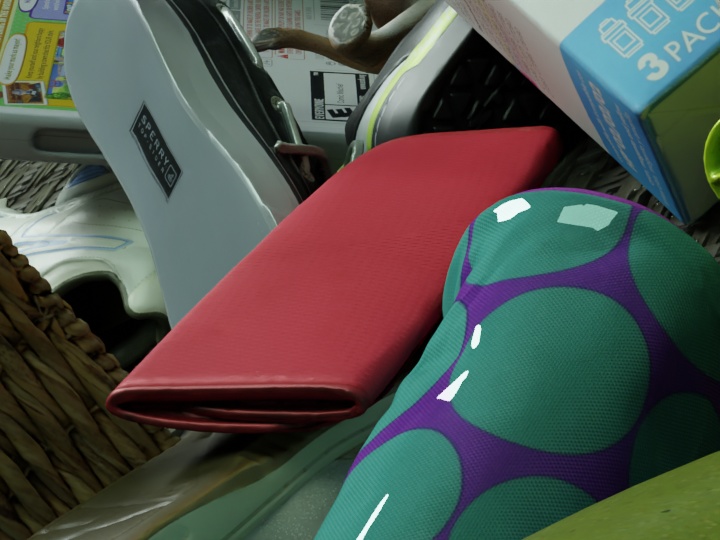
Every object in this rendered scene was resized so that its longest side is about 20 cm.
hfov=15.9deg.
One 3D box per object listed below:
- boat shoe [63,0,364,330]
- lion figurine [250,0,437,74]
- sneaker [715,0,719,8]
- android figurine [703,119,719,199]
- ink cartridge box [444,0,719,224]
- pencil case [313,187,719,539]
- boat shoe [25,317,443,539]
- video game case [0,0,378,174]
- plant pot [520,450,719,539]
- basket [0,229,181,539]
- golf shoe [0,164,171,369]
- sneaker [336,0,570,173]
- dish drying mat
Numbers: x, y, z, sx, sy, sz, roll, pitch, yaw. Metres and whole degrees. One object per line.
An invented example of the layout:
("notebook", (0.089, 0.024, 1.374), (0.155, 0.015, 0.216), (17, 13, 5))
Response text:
("boat shoe", (-0.036, -0.021, 0.879), (0.200, 0.068, 0.074), (57, 132, 36))
("lion figurine", (0.048, -0.135, 0.983), (0.200, 0.122, 0.073), (-43, 65, 4))
("sneaker", (0.104, -0.139, 0.701), (0.080, 0.086, 0.200), (-29, 37, 1))
("android figurine", (0.176, -0.065, 0.653), (0.182, 0.041, 0.200), (-23, 4, 32))
("ink cartridge box", (0.078, -0.123, 0.827), (0.115, 0.068, 0.200), (-40, 53, -4))
("pencil case", (0.024, 0.075, 0.630), (0.092, 0.085, 0.200), (-16, 32, 46))
("boat shoe", (-0.015, 0.070, 0.720), (0.200, 0.067, 0.074), (-29, 14, -34))
("video game case", (-0.079, -0.086, 1.028), (0.181, 0.022, 0.200), (4, 25, -4))
("plant pot", (0.069, 0.107, 0.417), (0.187, 0.188, 0.200), (-12, 19, 47))
("basket", (-0.166, 0.057, 0.803), (0.149, 0.200, 0.143), (-49, 25, -22))
("golf shoe", (-0.136, 0.019, 1.003), (0.200, 0.078, 0.097), (-26, 32, 31))
("sneaker", (0.062, -0.099, 0.921), (0.200, 0.072, 0.083), (-44, 20, -13))
("dish drying mat", (0.000, 0.000, 0.763), (0.077, 0.018, 0.200), (-1, 22, 21))
